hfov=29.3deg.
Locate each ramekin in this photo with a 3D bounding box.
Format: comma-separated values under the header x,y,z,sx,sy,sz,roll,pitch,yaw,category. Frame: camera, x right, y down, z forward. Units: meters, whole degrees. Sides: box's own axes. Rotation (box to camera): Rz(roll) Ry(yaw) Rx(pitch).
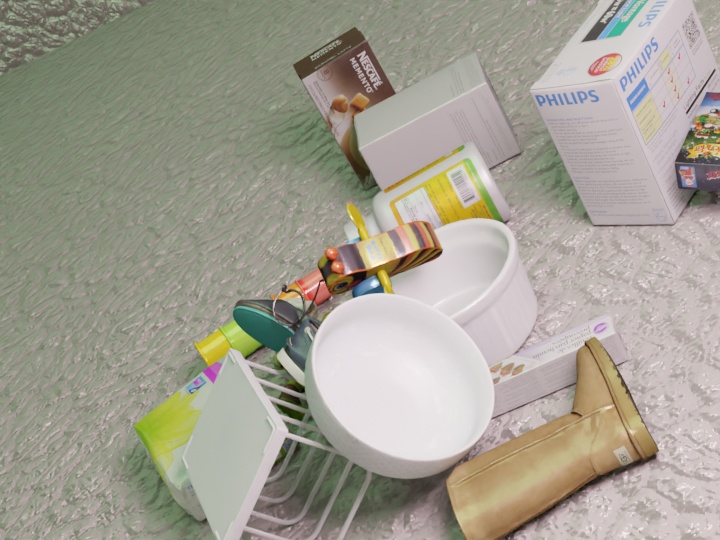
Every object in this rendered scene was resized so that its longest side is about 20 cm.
x,y,z,sx,sy,sz,roll,pitch,yaw,category
0.105,0.042,1.570,0.198,0.098,0.201,-25,27,14,ramekin

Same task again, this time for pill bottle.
x,y,z,sx,sy,sz,roll,pitch,yaw,category
0.083,-0.069,1.758,0.198,0.112,0.111,-29,27,7,pill bottle

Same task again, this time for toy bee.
x,y,z,sx,sy,sz,roll,pitch,yaw,category
0.000,0.000,1.520,0.200,0.131,0.109,-45,-14,-10,toy bee

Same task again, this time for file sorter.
x,y,z,sx,sy,sz,roll,pitch,yaw,category
-0.090,0.199,1.451,0.140,0.123,0.200,-64,26,10,file sorter

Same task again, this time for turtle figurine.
x,y,z,sx,sy,sz,roll,pitch,yaw,category
-0.040,0.097,1.663,0.197,0.065,0.162,-14,35,25,turtle figurine

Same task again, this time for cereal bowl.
x,y,z,sx,sy,sz,roll,pitch,yaw,category
0.031,0.126,1.393,0.084,0.198,0.201,-59,2,46,cereal bowl

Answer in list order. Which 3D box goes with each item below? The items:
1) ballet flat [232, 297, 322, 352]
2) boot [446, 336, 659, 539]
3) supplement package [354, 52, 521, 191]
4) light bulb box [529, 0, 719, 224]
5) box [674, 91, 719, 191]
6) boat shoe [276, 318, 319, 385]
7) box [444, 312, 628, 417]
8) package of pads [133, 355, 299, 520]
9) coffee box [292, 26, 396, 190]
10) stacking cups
x,y,z,sx,sy,sz,roll,pitch,yaw,category
-0.054,0.076,1.594,0.198,0.074,0.073,27,57,24,ballet flat
0.173,0.163,1.339,0.198,0.067,0.176,-29,27,9,boot
0.105,-0.191,1.924,0.198,0.122,0.120,-26,28,10,supplement package
0.324,-0.192,1.610,0.124,0.201,0.199,0,41,45,light bulb box
0.459,-0.139,1.507,0.197,0.038,0.137,6,43,29,box
-0.005,0.129,1.488,0.200,0.075,0.062,40,98,30,boat shoe
0.182,0.108,1.445,0.198,0.042,0.039,-26,28,14,box
-0.179,0.198,1.644,0.154,0.069,0.200,-37,27,-11,package of pads
0.001,-0.238,2.022,0.113,0.201,0.080,-30,27,2,coffee box
-0.124,0.063,1.814,0.199,0.061,0.060,-36,27,-6,stacking cups
